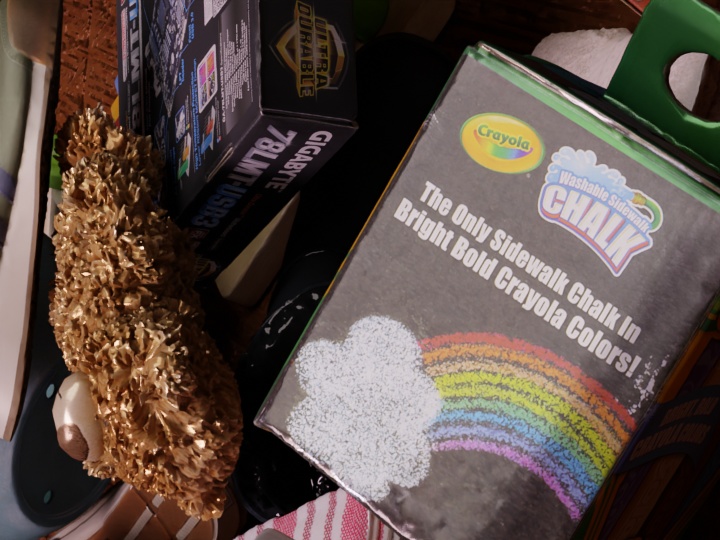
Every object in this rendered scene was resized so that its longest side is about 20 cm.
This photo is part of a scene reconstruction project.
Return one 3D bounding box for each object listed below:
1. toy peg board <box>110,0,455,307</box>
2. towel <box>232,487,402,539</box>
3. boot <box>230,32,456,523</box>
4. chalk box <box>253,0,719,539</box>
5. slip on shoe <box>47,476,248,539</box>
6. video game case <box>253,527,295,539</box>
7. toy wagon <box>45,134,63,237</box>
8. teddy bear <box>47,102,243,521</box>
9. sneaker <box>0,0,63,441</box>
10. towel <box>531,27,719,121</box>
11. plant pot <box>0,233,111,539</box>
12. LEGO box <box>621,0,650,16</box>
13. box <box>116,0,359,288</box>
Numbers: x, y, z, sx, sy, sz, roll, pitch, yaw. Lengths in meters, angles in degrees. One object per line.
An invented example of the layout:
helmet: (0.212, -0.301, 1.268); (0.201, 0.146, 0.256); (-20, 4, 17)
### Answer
toy peg board: (-0.069, -0.124, 1.116); (0.200, 0.098, 0.199); (-55, 32, 20)
towel: (-0.041, 0.171, 0.804); (0.200, 0.030, 0.147); (-31, 43, 50)
boot: (0.000, 0.000, 0.888); (0.168, 0.076, 0.200); (-99, 29, -81)
chalk box: (0.081, 0.003, 0.723); (0.125, 0.124, 0.200); (36, 102, 24)
slip on shoe: (-0.112, 0.140, 1.051); (0.061, 0.076, 0.200); (-40, -7, -48)
video game case: (0.005, 0.184, 0.647); (0.182, 0.200, 0.023); (-45, -24, -44)
toy wagon: (-0.137, 0.029, 1.118); (0.200, 0.040, 0.155); (53, 148, 31)
teddy bear: (-0.104, 0.018, 0.866); (0.145, 0.067, 0.200); (116, 147, -49)
sneaker: (-0.183, -0.029, 0.913); (0.067, 0.090, 0.201); (147, 129, -83)
towel: (0.086, -0.009, 0.855); (0.132, 0.034, 0.200); (5, 74, 58)
plant pot: (-0.189, 0.060, 1.015); (0.135, 0.200, 0.200); (17, 84, 28)
LEGO box: (0.136, -0.220, 0.850); (0.149, 0.077, 0.200); (-38, 40, 25)
box: (-0.060, -0.117, 0.925); (0.199, 0.050, 0.200); (136, 135, -60)
